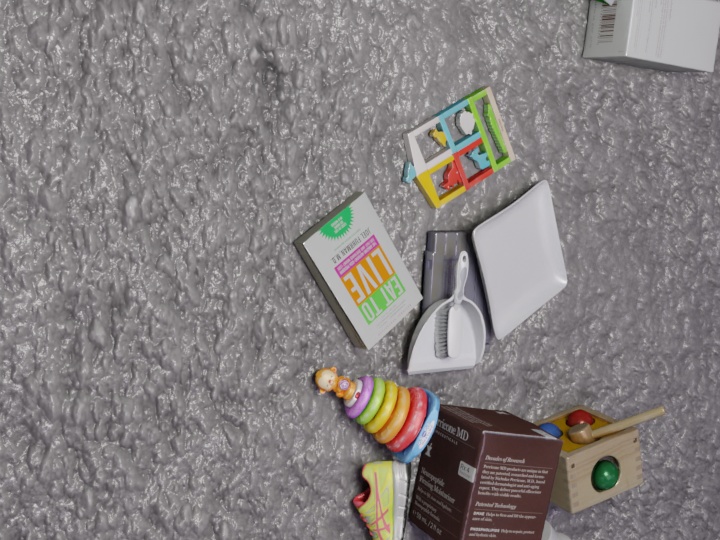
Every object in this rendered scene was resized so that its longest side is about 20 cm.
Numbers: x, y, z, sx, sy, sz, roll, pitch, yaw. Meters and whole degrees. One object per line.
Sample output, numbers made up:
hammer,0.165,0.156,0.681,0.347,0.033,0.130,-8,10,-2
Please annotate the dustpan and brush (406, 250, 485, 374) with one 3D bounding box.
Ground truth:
dustpan and brush,0.145,0.067,1.690,0.138,0.057,0.204,-3,100,-27

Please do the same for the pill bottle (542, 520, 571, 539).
pill bottle,0.345,0.531,1.883,0.112,0.112,0.201,-42,115,-15

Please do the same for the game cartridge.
game cartridge,0.158,0.036,1.744,0.128,0.038,0.204,0,99,-24

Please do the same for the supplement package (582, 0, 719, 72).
supplement package,0.488,-0.401,1.793,0.197,0.117,0.119,3,96,-28

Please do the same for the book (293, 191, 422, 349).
book,0.000,0.000,1.651,0.133,0.048,0.202,-40,113,-21

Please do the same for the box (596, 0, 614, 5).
box,0.353,-0.543,1.669,0.198,0.096,0.178,20,101,-42

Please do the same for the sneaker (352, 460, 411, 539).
sneaker,0.031,0.389,1.723,0.089,0.078,0.203,6,108,5

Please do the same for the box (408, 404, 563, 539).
box,0.200,0.341,1.742,0.162,0.165,0.204,9,94,-28

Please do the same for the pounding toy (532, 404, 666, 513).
pounding toy,0.388,0.298,1.814,0.182,0.199,0.145,-16,106,-24

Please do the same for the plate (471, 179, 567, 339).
plate,0.257,-0.020,1.762,0.199,0.032,0.202,-33,118,-34

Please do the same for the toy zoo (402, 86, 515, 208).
toy zoo,0.147,-0.189,1.705,0.199,0.020,0.133,-32,112,-19

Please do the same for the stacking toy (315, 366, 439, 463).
stacking toy,0.016,0.204,1.670,0.198,0.110,0.117,30,87,-17
